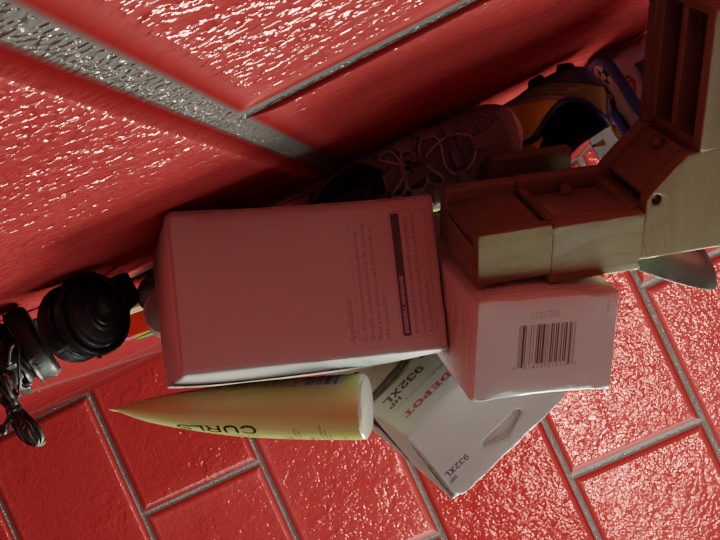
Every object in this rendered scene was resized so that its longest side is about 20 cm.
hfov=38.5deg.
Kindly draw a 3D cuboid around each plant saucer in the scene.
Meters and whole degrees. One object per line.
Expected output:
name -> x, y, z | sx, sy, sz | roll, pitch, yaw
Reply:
plant saucer -> 0.217, -0.037, 0.891 | 0.028, 0.199, 0.200 | -68, 165, 14

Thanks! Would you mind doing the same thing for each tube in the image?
tube -> -0.090, 0.111, 0.811 | 0.199, 0.058, 0.052 | -3, -145, 13

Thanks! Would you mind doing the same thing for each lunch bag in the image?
lunch bag -> 0.279, -0.118, 0.974 | 0.075, 0.201, 0.160 | -27, 161, -3

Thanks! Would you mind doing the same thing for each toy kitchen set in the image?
toy kitchen set -> 0.151, -0.113, 0.753 | 0.199, 0.181, 0.163 | -9, -151, -12

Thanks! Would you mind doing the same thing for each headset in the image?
headset -> -0.238, 0.063, 0.811 | 0.123, 0.094, 0.200 | -26, -171, 12

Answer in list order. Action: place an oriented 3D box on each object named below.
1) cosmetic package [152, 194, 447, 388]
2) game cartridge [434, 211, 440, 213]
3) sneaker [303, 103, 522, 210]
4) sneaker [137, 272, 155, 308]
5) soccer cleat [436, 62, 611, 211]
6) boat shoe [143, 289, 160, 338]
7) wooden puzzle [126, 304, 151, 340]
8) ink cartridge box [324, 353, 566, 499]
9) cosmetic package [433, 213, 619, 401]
cosmetic package -> -0.059, 0.023, 0.826 | 0.199, 0.124, 0.199 | -4, 173, -14
game cartridge -> 0.100, -0.020, 1.187 | 0.032, 0.201, 0.176 | 18, 144, -18
sneaker -> 0.044, -0.077, 0.868 | 0.199, 0.075, 0.082 | -25, 179, 17
sneaker -> -0.146, 0.037, 1.055 | 0.090, 0.067, 0.200 | -12, 156, 37
soccer cleat -> 0.126, -0.105, 0.900 | 0.200, 0.084, 0.065 | -31, 132, 18
boat shoe -> -0.100, 0.034, 0.964 | 0.199, 0.072, 0.066 | -16, 151, -14
wooden puzzle -> -0.215, 0.041, 1.221 | 0.199, 0.046, 0.185 | -25, 178, 0
ink cartridge box -> 0.071, 0.097, 0.944 | 0.145, 0.084, 0.200 | -42, -156, -10
cosmetic package -> 0.105, 0.018, 0.805 | 0.112, 0.082, 0.200 | -3, -160, -12
